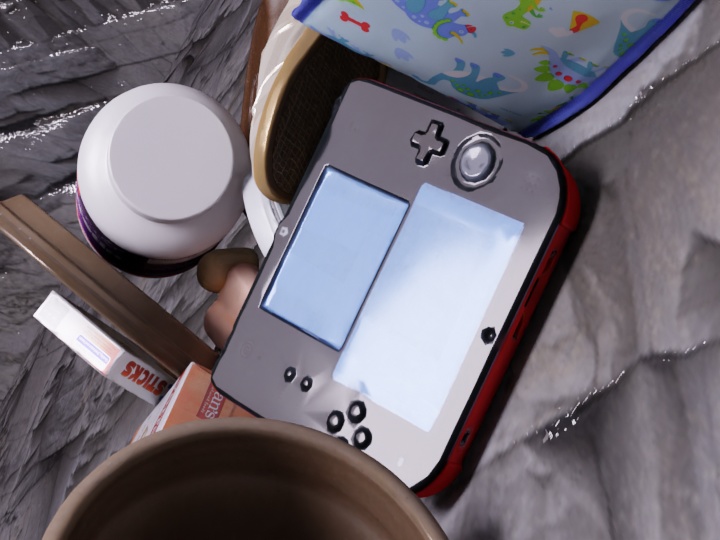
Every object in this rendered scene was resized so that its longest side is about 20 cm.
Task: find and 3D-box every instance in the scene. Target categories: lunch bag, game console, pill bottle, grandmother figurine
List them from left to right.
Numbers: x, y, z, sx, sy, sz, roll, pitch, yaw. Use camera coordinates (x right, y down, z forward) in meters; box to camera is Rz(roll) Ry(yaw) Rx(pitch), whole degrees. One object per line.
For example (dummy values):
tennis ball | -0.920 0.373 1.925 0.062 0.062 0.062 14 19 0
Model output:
pill bottle | -0.133 -0.058 1.027 0.200 0.112 0.113 150 143 -78
grandmother figurine | -0.044 0.067 0.959 0.060 0.122 0.200 -32 37 -5
game console | 0.015 0.007 0.843 0.176 0.031 0.201 26 91 35
lunch bag | 0.080 -0.176 0.829 0.200 0.169 0.128 -26 44 68

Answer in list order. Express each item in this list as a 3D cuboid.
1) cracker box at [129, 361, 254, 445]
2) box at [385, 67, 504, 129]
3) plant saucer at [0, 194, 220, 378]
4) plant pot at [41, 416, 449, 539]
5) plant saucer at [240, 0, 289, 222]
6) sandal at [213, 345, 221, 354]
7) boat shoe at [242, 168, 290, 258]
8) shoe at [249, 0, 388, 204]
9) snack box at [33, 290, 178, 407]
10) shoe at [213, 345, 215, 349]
cracker box | -0.129 0.150 0.967 0.135 0.057 0.200 -66 10 -25
box | 0.026 -0.119 1.057 0.125 0.097 0.200 -62 16 13
plant saucer | -0.163 0.014 1.009 0.030 0.200 0.200 -51 14 -5
plant pot | -0.061 0.198 0.729 0.175 0.199 0.201 107 176 -49
plant saucer | -0.057 -0.112 1.056 0.200 0.036 0.202 -175 90 -79
sandal | -0.041 0.021 1.114 0.054 0.080 0.201 5 53 37
boat shoe | 0.000 0.000 0.917 0.071 0.072 0.201 -44 61 22
shoe | -0.019 -0.131 0.931 0.053 0.070 0.201 3 68 56
snack box | -0.145 0.071 1.051 0.024 0.072 0.200 -53 -26 -5
shoe | -0.089 0.085 1.170 0.091 0.071 0.201 -54 13 52
